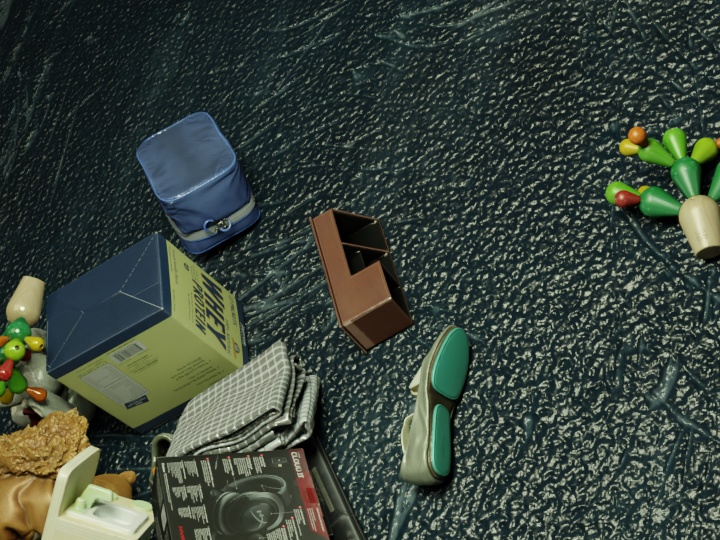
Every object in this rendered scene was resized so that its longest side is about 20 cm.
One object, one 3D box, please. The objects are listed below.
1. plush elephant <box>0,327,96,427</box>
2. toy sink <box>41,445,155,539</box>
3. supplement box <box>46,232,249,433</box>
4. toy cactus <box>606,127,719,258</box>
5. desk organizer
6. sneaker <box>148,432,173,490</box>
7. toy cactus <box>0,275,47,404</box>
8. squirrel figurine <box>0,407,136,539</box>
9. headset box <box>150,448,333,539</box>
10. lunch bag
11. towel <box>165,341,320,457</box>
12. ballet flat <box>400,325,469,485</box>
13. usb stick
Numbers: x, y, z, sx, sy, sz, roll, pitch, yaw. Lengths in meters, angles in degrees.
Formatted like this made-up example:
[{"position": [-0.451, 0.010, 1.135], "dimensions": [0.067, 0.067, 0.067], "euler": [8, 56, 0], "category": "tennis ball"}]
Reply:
[{"position": [-0.460, 0.182, 1.723], "dimensions": [0.199, 0.155, 0.166], "euler": [-35, 46, 12], "category": "plush elephant"}, {"position": [-0.317, 0.335, 1.453], "dimensions": [0.111, 0.130, 0.202], "euler": [15, 96, 3], "category": "toy sink"}, {"position": [-0.288, 0.091, 1.631], "dimensions": [0.199, 0.200, 0.135], "euler": [-27, 48, 17], "category": "supplement box"}, {"position": [0.378, -0.098, 1.355], "dimensions": [0.198, 0.102, 0.167], "euler": [-16, 61, 16], "category": "toy cactus"}, {"position": [0.000, 0.000, 1.577], "dimensions": [0.076, 0.072, 0.201], "euler": [-29, 47, 13], "category": "desk organizer"}, {"position": [-0.239, 0.299, 1.536], "dimensions": [0.073, 0.079, 0.201], "euler": [-29, 48, 14], "category": "sneaker"}, {"position": [-0.451, 0.092, 1.587], "dimensions": [0.200, 0.101, 0.167], "euler": [130, 156, -74], "category": "toy cactus"}, {"position": [-0.398, 0.288, 1.591], "dimensions": [0.185, 0.141, 0.203], "euler": [-14, 87, 19], "category": "squirrel figurine"}, {"position": [-0.129, 0.286, 1.363], "dimensions": [0.150, 0.198, 0.078], "euler": [-113, 31, -45], "category": "headset box"}, {"position": [-0.237, -0.122, 1.796], "dimensions": [0.135, 0.133, 0.201], "euler": [-28, 44, -5], "category": "lunch bag"}, {"position": [-0.151, 0.190, 1.494], "dimensions": [0.199, 0.086, 0.166], "euler": [-33, 16, 14], "category": "towel"}, {"position": [0.081, 0.157, 1.412], "dimensions": [0.063, 0.067, 0.202], "euler": [-13, 53, 37], "category": "ballet flat"}, {"position": [-0.041, 0.278, 1.439], "dimensions": [0.055, 0.033, 0.201], "euler": [-43, 44, 13], "category": "usb stick"}]
